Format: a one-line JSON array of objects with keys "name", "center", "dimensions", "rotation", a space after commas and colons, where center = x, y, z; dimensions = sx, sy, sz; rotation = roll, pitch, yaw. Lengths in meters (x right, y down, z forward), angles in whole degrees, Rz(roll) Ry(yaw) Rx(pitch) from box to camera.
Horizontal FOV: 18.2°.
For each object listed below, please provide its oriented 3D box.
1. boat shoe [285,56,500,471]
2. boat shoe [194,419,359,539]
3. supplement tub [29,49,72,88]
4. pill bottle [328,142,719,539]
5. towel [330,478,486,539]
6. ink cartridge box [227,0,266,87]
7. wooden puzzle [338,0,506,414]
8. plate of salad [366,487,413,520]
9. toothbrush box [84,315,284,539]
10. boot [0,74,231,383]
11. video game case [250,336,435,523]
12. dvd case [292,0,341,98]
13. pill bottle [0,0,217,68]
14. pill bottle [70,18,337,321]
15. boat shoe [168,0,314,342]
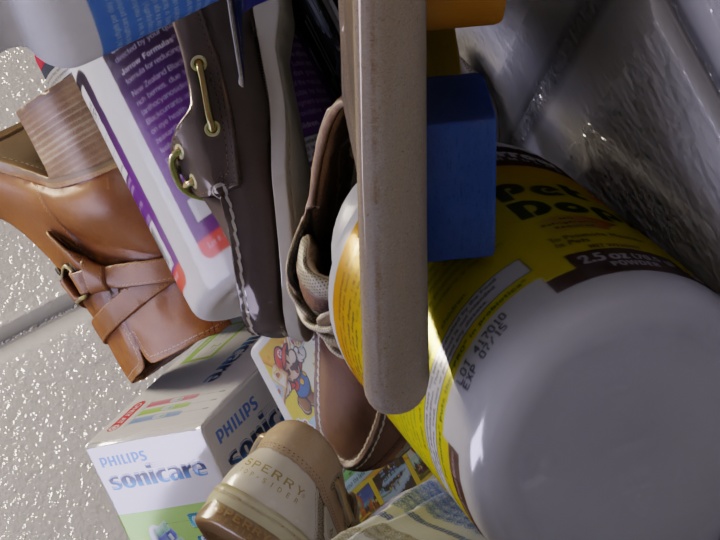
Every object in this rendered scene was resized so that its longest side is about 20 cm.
[{"name": "boat shoe", "center": [0.000, 0.000, 0.940], "dimensions": [0.076, 0.071, 0.201], "rotation": [36, 130, 39]}, {"name": "boat shoe", "center": [-0.025, 0.121, 1.011], "dimensions": [0.071, 0.065, 0.200], "rotation": [30, 165, 10]}, {"name": "supplement tub", "center": [-0.088, -0.082, 1.266], "dimensions": [0.201, 0.140, 0.140], "rotation": [64, 172, 1]}, {"name": "pill bottle", "center": [0.055, 0.022, 0.787], "dimensions": [0.110, 0.109, 0.200], "rotation": [67, 171, -26]}, {"name": "towel", "center": [0.066, 0.112, 0.734], "dimensions": [0.146, 0.024, 0.200], "rotation": [22, -166, 20]}, {"name": "ink cartridge box", "center": [-0.031, -0.171, 0.732], "dimensions": [0.100, 0.039, 0.202], "rotation": [91, 176, -72]}, {"name": "wooden puzzle", "center": [0.017, -0.086, 0.710], "dimensions": [0.201, 0.046, 0.186], "rotation": [-94, 2, -51]}, {"name": "plate of salad", "center": [0.080, 0.169, 0.946], "dimensions": [0.199, 0.048, 0.201], "rotation": [18, 136, 18]}, {"name": "toothbrush box", "center": [-0.041, 0.139, 1.209], "dimensions": [0.146, 0.086, 0.201], "rotation": [-45, -63, -51]}, {"name": "boot", "center": [-0.147, -0.014, 1.213], "dimensions": [0.200, 0.077, 0.156], "rotation": [-25, 95, 52]}, {"name": "video game case", "center": [0.038, 0.063, 0.993], "dimensions": [0.183, 0.023, 0.200], "rotation": [61, 141, 17]}, {"name": "dvd case", "center": [-0.005, -0.104, 1.081], "dimensions": [0.201, 0.025, 0.150], "rotation": [64, 173, 3]}, {"name": "pill bottle", "center": [-0.101, -0.151, 0.913], "dimensions": [0.113, 0.199, 0.112], "rotation": [60, 171, 16]}, {"name": "pill bottle", "center": [-0.075, -0.087, 1.096], "dimensions": [0.201, 0.111, 0.111], "rotation": [63, 172, 10]}, {"name": "boat shoe", "center": [-0.056, -0.064, 0.999], "dimensions": [0.072, 0.059, 0.202], "rotation": [49, -147, -80]}]
